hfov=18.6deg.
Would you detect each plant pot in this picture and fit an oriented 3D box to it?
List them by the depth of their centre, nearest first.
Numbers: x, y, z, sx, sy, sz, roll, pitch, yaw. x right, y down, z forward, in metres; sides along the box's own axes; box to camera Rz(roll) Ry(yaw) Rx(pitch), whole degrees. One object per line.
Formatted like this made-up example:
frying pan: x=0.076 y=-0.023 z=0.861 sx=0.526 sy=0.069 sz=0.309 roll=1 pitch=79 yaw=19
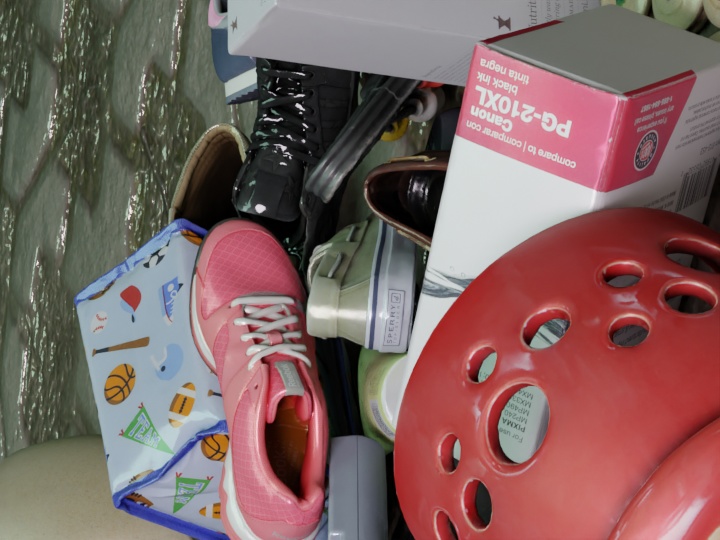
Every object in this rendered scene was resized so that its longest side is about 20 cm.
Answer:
plant pot: x=0.136 y=0.097 z=0.940 sx=0.183 sy=0.200 sz=0.201 roll=47 pitch=128 yaw=55
plant pot: x=-0.163 y=0.202 z=1.621 sx=0.134 sy=0.200 sz=0.201 roll=-24 pitch=57 yaw=22

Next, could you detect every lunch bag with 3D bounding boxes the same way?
lunch bag: x=-0.066 y=0.085 z=1.403 sx=0.124 sy=0.200 sz=0.171 roll=-33 pitch=49 yaw=24

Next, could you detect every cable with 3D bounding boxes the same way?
cable: x=0.026 y=-0.094 z=1.278 sx=0.097 sy=0.050 sz=0.200 roll=-46 pitch=9 yaw=24

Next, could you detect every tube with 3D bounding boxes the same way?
tube: x=0.022 y=0.075 z=1.314 sx=0.058 sy=0.052 sz=0.200 roll=-54 pitch=5 yaw=-9

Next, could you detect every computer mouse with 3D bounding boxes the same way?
computer mouse: x=0.045 y=-0.012 z=1.365 sx=0.059 sy=0.034 sz=0.201 roll=-96 pitch=17 yaw=-53

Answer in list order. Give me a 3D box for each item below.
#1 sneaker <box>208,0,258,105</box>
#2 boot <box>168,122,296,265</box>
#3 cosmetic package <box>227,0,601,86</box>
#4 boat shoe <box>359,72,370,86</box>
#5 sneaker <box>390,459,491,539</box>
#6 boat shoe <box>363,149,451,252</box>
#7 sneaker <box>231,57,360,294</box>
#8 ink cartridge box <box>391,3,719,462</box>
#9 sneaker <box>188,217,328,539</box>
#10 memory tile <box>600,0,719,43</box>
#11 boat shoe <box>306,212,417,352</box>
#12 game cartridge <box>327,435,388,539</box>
sneaker: x=-0.025 y=-0.169 z=1.352 sx=0.200 sy=0.070 sz=0.082 roll=-23 pitch=83 yaw=40
boot: x=-0.087 y=0.007 z=1.514 sx=0.155 sy=0.072 sz=0.201 roll=33 pitch=-117 yaw=-77
cosmetic package: x=0.030 y=-0.170 z=1.220 sx=0.081 sy=0.199 sz=0.113 roll=152 pitch=120 yaw=-61
boat shoe: x=0.024 y=-0.200 z=1.416 sx=0.075 sy=0.074 sz=0.203 roll=0 pitch=-98 yaw=-74
sneaker: x=0.066 y=0.159 z=1.230 sx=0.200 sy=0.090 sz=0.076 roll=-85 pitch=17 yaw=-65
boat shoe: x=0.079 y=-0.024 z=1.207 sx=0.200 sy=0.070 sz=0.071 roll=16 pitch=100 yaw=52
sneaker: x=-0.040 y=-0.071 z=1.312 sx=0.200 sy=0.060 sz=0.104 roll=80 pitch=-151 yaw=-50
ink cartridge box: x=0.101 y=-0.014 z=1.061 sx=0.084 sy=0.145 sz=0.201 roll=23 pitch=114 yaw=26
sneaker: x=-0.046 y=0.059 z=1.246 sx=0.087 sy=0.073 sz=0.201 roll=133 pitch=130 yaw=-65
memory tile: x=0.168 y=-0.171 z=1.138 sx=0.153 sy=0.017 sz=0.201 roll=-171 pitch=86 yaw=-65
boat shoe: x=0.000 y=0.000 z=1.298 sx=0.200 sy=0.062 sz=0.072 roll=-92 pitch=10 yaw=-80
game cartridge: x=-0.001 y=0.203 z=1.255 sx=0.134 sy=0.040 sz=0.201 roll=-98 pitch=7 yaw=-61
